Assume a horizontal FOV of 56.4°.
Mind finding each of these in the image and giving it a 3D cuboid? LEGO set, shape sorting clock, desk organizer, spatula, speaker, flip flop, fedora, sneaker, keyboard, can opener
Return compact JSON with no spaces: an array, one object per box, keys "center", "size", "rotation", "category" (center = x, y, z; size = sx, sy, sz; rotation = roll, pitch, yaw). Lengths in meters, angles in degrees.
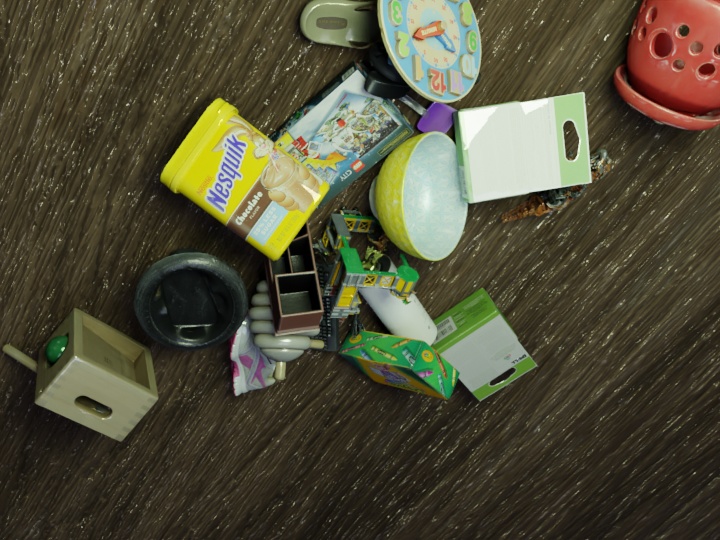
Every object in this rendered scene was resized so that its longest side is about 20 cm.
[{"center":[0.000,0.000,1.104],"size":[0.153,0.200,0.116],"rotation":[-3,134,-29],"category":"LEGO set"},{"center":[0.100,-0.328,0.913],"size":[0.199,0.039,0.201],"rotation":[1,88,-41],"category":"shape sorting clock"},{"center":[-0.109,-0.008,1.048],"size":[0.071,0.201,0.077],"rotation":[-6,157,-14],"category":"desk organizer"},{"center":[0.068,-0.264,1.033],"size":[0.199,0.021,0.057],"rotation":[25,114,-28],"category":"spatula"},{"center":[0.065,0.063,1.228],"size":[0.081,0.081,0.200],"rotation":[-31,127,8],"category":"speaker"},{"center":[0.015,-0.344,0.937],"size":[0.199,0.058,0.081],"rotation":[-4,126,-17],"category":"flip flop"},{"center":[-0.278,0.035,1.110],"size":[0.199,0.092,0.201],"rotation":[-8,129,-9],"category":"fedora"},{"center":[-0.195,0.143,1.224],"size":[0.088,0.082,0.201],"rotation":[-6,134,-12],"category":"sneaker"},{"center":[-0.055,0.069,1.222],"size":[0.126,0.021,0.201],"rotation":[1,126,3],"category":"keyboard"},{"center":[0.093,-0.297,0.976],"size":[0.199,0.064,0.079],"rotation":[-12,162,-32],"category":"can opener"}]

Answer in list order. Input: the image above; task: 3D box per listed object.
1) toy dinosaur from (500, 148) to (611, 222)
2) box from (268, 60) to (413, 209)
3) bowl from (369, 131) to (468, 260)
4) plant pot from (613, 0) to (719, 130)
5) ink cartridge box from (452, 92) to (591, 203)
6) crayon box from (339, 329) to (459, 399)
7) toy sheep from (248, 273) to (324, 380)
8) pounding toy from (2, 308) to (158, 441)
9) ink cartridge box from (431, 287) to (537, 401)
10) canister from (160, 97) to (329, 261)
[{"center":[0.337,-0.143,1.152],"size":[0.200,0.102,0.136],"rotation":[-51,142,-4],"category":"toy dinosaur"},{"center":[-0.038,-0.202,1.027],"size":[0.200,0.038,0.136],"rotation":[-36,126,19],"category":"box"},{"center":[0.079,-0.118,1.072],"size":[0.107,0.201,0.201],"rotation":[5,138,37],"category":"bowl"},{"center":[0.495,-0.324,0.999],"size":[0.199,0.201,0.183],"rotation":[3,132,-16],"category":"plant pot"},{"center":[0.255,-0.194,1.062],"size":[0.199,0.048,0.146],"rotation":[-10,102,-3],"category":"ink cartridge box"},{"center":[0.069,0.171,1.241],"size":[0.119,0.199,0.058],"rotation":[41,66,-33],"category":"crayon box"},{"center":[-0.124,0.082,1.123],"size":[0.137,0.201,0.138],"rotation":[0,169,0],"category":"toy sheep"},{"center":[-0.469,0.169,1.116],"size":[0.200,0.184,0.142],"rotation":[38,97,-33],"category":"pounding toy"},{"center":[0.241,0.154,1.343],"size":[0.147,0.076,0.200],"rotation":[-35,127,10],"category":"ink cartridge box"},{"center":[-0.162,-0.127,0.969],"size":[0.200,0.087,0.149],"rotation":[36,93,-5],"category":"canister"}]
